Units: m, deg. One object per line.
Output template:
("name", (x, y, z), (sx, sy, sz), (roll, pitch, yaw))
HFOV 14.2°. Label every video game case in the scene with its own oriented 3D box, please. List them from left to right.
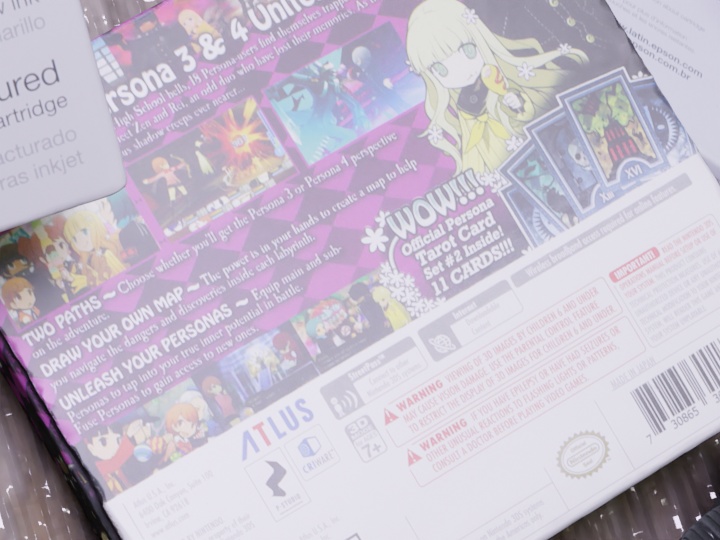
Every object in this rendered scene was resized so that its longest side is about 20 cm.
("video game case", (0.000, 0.000, 0.793), (0.200, 0.036, 0.182), (-31, 86, -16))

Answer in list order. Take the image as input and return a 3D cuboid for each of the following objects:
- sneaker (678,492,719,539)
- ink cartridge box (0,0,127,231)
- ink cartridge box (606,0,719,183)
("sneaker", (0.114, 0.093, 0.826), (0.076, 0.091, 0.200), (44, 34, 12))
("ink cartridge box", (-0.153, -0.098, 0.678), (0.145, 0.083, 0.201), (-18, 113, -11))
("ink cartridge box", (0.057, -0.146, 0.906), (0.199, 0.041, 0.200), (31, 59, -16))
